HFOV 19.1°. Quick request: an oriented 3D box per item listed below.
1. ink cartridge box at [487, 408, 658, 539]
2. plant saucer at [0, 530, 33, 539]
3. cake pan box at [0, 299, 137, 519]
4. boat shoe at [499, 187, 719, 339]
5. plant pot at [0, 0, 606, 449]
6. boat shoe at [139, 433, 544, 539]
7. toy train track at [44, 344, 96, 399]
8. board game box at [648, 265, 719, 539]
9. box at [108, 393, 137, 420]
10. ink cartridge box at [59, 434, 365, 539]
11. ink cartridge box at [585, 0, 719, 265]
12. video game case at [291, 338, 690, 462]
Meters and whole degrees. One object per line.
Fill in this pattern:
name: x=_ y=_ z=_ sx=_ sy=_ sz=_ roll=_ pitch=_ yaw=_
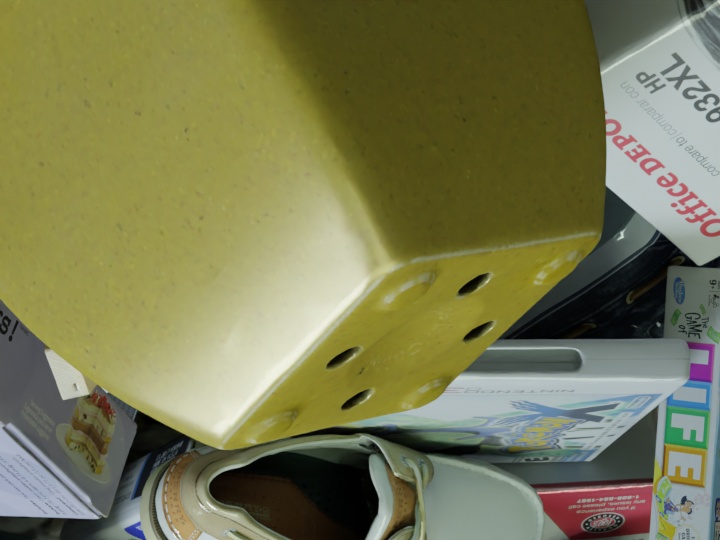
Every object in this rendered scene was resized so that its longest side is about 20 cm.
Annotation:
ink cartridge box: x=0.081 y=0.143 z=1.175 sx=0.145 sy=0.084 sz=0.200 roll=-3 pitch=141 yaw=-5
plant saucer: x=-0.203 y=0.157 z=1.105 sx=0.200 sy=0.027 sz=0.200 roll=17 pitch=-179 yaw=0
cake pan box: x=-0.214 y=0.028 z=0.835 sx=0.184 sy=0.052 sz=0.200 roll=-5 pitch=142 yaw=32
boat shoe: x=0.080 y=0.022 z=1.035 sx=0.200 sy=0.071 sz=0.091 roll=-30 pitch=138 yaw=26
plant pot: x=-0.028 y=-0.053 z=0.766 sx=0.195 sy=0.200 sz=0.194 roll=-7 pitch=150 yaw=-47
boat shoe: x=0.003 y=0.114 z=0.988 sx=0.200 sy=0.075 sz=0.068 roll=3 pitch=165 yaw=-24
toy train track: x=-0.104 y=-0.015 z=0.860 sx=0.032 sy=0.200 sz=0.115 roll=-13 pitch=120 yaw=4
board game box: x=0.213 y=0.068 z=1.019 sx=0.034 sy=0.135 sz=0.200 roll=4 pitch=-179 yaw=44
box: x=-0.178 y=0.026 z=1.019 sx=0.160 sy=0.044 sz=0.200 roll=8 pitch=139 yaw=-16
ink cartridge box: x=-0.035 y=0.152 z=1.112 sx=0.200 sy=0.047 sz=0.198 roll=24 pitch=156 yaw=-18
ink cartridge box: x=0.180 y=-0.105 z=0.881 sx=0.200 sy=0.084 sz=0.145 roll=-30 pitch=138 yaw=25
video game case: x=0.039 y=0.063 z=0.983 sx=0.182 sy=0.022 sz=0.200 roll=0 pitch=166 yaw=-6
